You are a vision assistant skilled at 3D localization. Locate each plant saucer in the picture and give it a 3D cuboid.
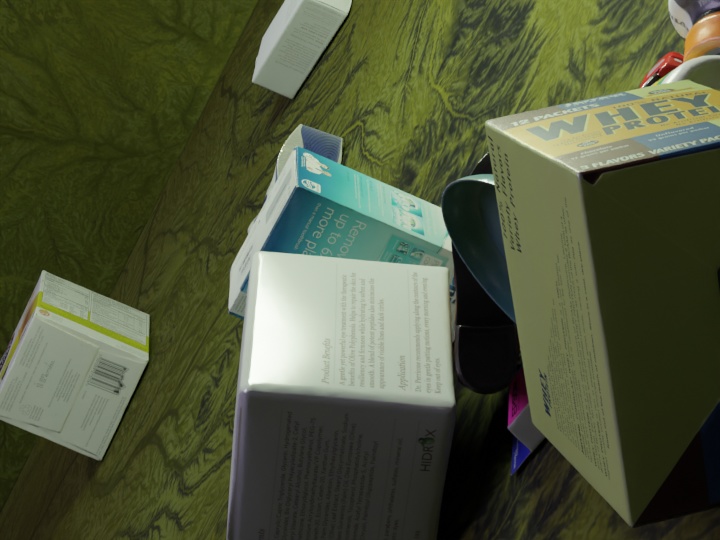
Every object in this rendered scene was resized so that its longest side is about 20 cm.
[{"bbox_3d":[0.138,0.005,1.384,0.027,0.200,0.200,-46,8,-18],"label":"plant saucer"}]

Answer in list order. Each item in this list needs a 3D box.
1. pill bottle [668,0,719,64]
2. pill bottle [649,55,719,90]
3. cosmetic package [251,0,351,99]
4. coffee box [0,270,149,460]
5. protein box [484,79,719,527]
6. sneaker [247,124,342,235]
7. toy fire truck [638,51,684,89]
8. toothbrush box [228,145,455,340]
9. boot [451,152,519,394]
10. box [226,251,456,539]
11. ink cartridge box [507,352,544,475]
[{"bbox_3d":[0.266,-0.212,1.385,0.106,0.106,0.200,-45,26,56],"label":"pill bottle"},{"bbox_3d":[0.196,-0.056,1.372,0.200,0.113,0.113,-38,32,58],"label":"pill bottle"},{"bbox_3d":[-0.081,-0.351,2.951,0.200,0.074,0.102,126,161,-48],"label":"cosmetic package"},{"bbox_3d":[-0.474,0.152,3.351,0.200,0.200,0.198,-62,15,17],"label":"coffee box"},{"bbox_3d":[0.172,0.010,1.164,0.200,0.135,0.199,-133,32,-74],"label":"protein box"},{"bbox_3d":[-0.095,-0.080,2.565,0.115,0.081,0.200,-25,45,66],"label":"sneaker"},{"bbox_3d":[0.193,-0.090,1.553,0.200,0.049,0.141,-49,3,23],"label":"toy fire truck"},{"bbox_3d":[0.000,0.000,1.848,0.146,0.200,0.085,-59,17,25],"label":"toothbrush box"},{"bbox_3d":[0.105,0.003,1.595,0.200,0.068,0.188,22,-114,-88],"label":"boot"},{"bbox_3d":[-0.018,0.121,1.684,0.199,0.171,0.200,-90,6,-56],"label":"box"},{"bbox_3d":[0.152,0.059,1.541,0.095,0.037,0.200,-83,19,-48],"label":"ink cartridge box"}]
